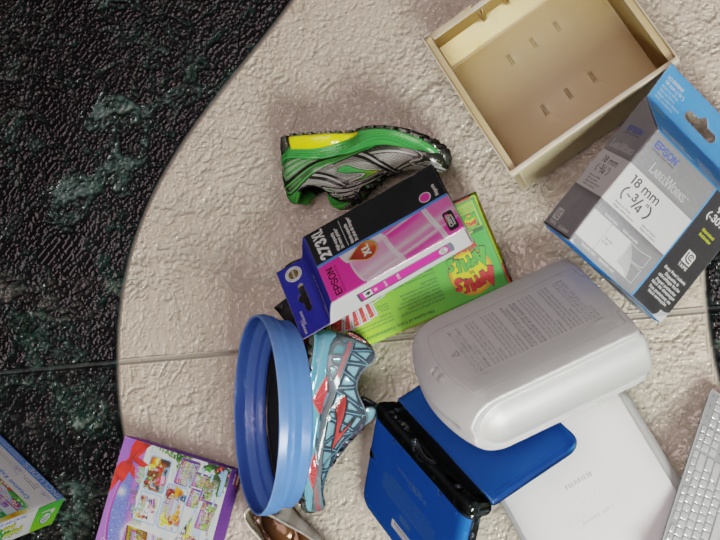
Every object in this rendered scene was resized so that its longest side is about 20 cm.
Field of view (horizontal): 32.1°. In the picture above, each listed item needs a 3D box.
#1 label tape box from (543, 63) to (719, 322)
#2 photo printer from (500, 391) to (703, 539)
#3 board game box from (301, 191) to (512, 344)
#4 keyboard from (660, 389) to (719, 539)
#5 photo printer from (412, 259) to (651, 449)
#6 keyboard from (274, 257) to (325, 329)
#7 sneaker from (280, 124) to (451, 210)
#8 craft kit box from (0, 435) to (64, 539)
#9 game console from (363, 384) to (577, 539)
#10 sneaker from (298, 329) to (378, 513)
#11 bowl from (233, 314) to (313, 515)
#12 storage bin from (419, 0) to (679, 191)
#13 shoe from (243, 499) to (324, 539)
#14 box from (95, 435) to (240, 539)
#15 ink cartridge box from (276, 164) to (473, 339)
[{"bbox_3d":[0.297,-0.075,1.220,0.144,0.063,0.201,37,93,-24],"label":"label tape box"},{"bbox_3d":[0.223,0.214,1.225,0.165,0.069,0.202,-32,73,9],"label":"photo printer"},{"bbox_3d":[0.049,0.005,1.309,0.198,0.048,0.103,-23,95,10],"label":"board game box"},{"bbox_3d":[0.325,0.209,1.174,0.056,0.011,0.202,28,62,-1],"label":"keyboard"},{"bbox_3d":[0.154,0.083,1.203,0.198,0.070,0.167,-24,33,-9],"label":"photo printer"},{"bbox_3d":[0.000,0.000,1.359,0.199,0.040,0.105,-36,92,8],"label":"keyboard"},{"bbox_3d":[0.007,-0.109,1.356,0.197,0.078,0.087,-3,85,25],"label":"sneaker"},{"bbox_3d":[-0.457,0.225,1.362,0.199,0.197,0.049,38,108,20],"label":"craft kit box"},{"bbox_3d":[0.102,0.201,1.234,0.200,0.117,0.173,-137,51,-56],"label":"game console"},{"bbox_3d":[-0.024,0.161,1.291,0.094,0.079,0.203,2,110,-14],"label":"sneaker"},{"bbox_3d":[-0.090,0.147,1.279,0.039,0.200,0.204,1,78,-18],"label":"bowl"},{"bbox_3d":[0.195,-0.224,1.303,0.199,0.094,0.200,-34,73,8],"label":"storage bin"},{"bbox_3d":[-0.050,0.314,1.298,0.200,0.053,0.070,44,94,19],"label":"shoe"},{"bbox_3d":[-0.219,0.295,1.360,0.135,0.039,0.203,14,84,18],"label":"box"},{"bbox_3d":[0.008,-0.019,1.259,0.198,0.037,0.095,-31,51,6],"label":"ink cartridge box"}]
